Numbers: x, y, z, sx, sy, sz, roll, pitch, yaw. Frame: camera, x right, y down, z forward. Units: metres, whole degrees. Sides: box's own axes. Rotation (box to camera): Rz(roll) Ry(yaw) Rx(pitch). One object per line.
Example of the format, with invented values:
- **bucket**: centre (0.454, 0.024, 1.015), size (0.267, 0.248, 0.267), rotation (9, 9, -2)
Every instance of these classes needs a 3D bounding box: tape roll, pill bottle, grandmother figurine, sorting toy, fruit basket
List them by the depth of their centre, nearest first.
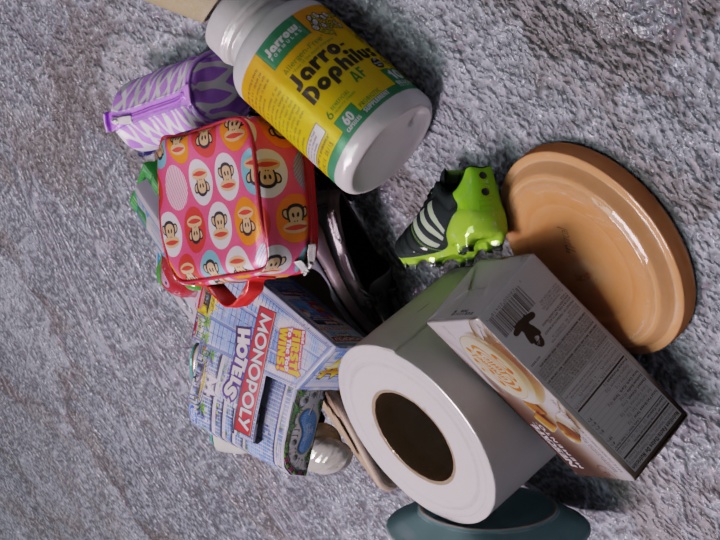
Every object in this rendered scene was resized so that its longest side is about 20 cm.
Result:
- **pill bottle**: centre (-0.042, -0.170, 1.566), size (0.200, 0.113, 0.113), rotation (43, 150, 18)
- **tape roll**: centre (0.096, 0.117, 1.652), size (0.202, 0.139, 0.203), rotation (36, 148, 27)
- **grandmother figurine**: centre (-0.078, 0.136, 1.864), size (0.200, 0.121, 0.061), rotation (50, 119, 26)
- **sorting toy**: centre (-0.033, 0.126, 1.892), size (0.200, 0.036, 0.185), rotation (58, 175, -26)
- **fruit basket**: centre (-0.195, -0.020, 1.926), size (0.185, 0.093, 0.201), rotation (54, 145, 38)

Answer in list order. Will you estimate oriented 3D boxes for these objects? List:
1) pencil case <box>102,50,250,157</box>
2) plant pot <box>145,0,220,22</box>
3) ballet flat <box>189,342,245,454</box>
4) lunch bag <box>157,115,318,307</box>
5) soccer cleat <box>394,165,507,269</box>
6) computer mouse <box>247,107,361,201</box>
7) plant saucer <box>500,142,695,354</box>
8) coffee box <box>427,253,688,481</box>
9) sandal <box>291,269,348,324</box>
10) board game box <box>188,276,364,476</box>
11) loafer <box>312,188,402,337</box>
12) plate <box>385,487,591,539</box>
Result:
- **pencil case**: centre (-0.188, -0.173, 1.803), size (0.200, 0.085, 0.084), rotation (-11, 85, 56)
- **plant pot**: centre (-0.189, -0.321, 1.577), size (0.200, 0.188, 0.187), rotation (40, 152, -5)
- **ballet flat**: centre (-0.159, 0.156, 2.156), size (0.069, 0.069, 0.201), rotation (33, 150, 31)
- **lunch bag**: centre (-0.119, -0.053, 1.669), size (0.200, 0.082, 0.177), rotation (-4, 92, 55)
- **soccer cleat**: centre (0.082, -0.047, 1.582), size (0.200, 0.067, 0.082), rotation (157, 109, -70)
- **computer mouse**: centre (-0.070, -0.080, 1.775), size (0.138, 0.053, 0.200), rotation (39, 142, 7)
- **plant saucer**: centre (0.193, -0.013, 1.479), size (0.200, 0.032, 0.201), rotation (36, 146, 29)
- **coffee box**: centre (0.168, 0.084, 1.510), size (0.200, 0.080, 0.114), rotation (45, 165, -13)
- **sandal**: centre (0.001, 0.083, 1.818), size (0.211, 0.078, 0.070), rotation (38, 145, 15)
- **board game box**: centre (-0.085, 0.095, 1.747), size (0.199, 0.062, 0.201), rotation (21, 102, 42)
- **loafer**: centre (0.000, 0.000, 1.721), size (0.063, 0.072, 0.200), rotation (-20, 125, 27)
- **plate**: centre (0.124, 0.239, 1.705), size (0.200, 0.199, 0.026), rotation (14, 109, 49)
